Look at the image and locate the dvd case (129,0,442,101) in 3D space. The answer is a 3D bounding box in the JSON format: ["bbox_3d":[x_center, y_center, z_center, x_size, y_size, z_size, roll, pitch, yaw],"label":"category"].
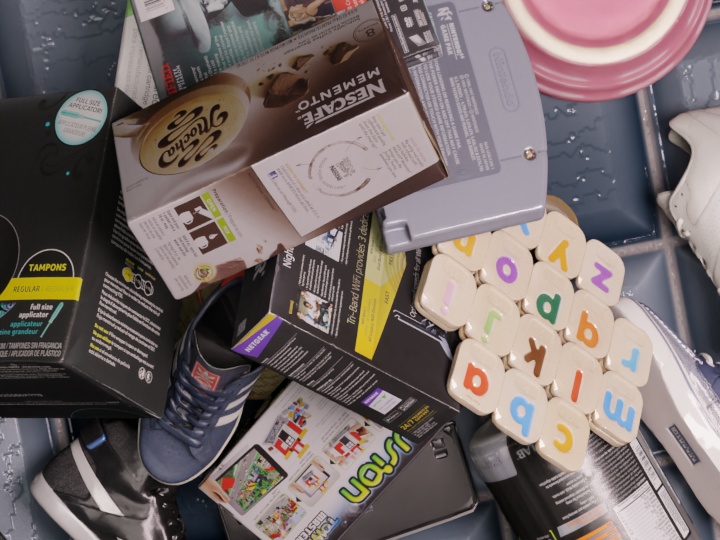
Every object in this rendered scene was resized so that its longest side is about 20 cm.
[{"bbox_3d":[-0.057,-0.181,1.208,0.198,0.022,0.147,-20,70,1],"label":"dvd case"}]

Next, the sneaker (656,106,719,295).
[{"bbox_3d":[0.273,-0.029,1.314,0.091,0.076,0.203,-1,84,7],"label":"sneaker"}]

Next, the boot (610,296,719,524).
[{"bbox_3d":[0.268,0.095,1.324,0.090,0.073,0.201,-30,87,-24],"label":"boot"}]

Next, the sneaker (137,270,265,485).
[{"bbox_3d":[-0.109,0.075,1.226,0.074,0.085,0.201,28,107,0],"label":"sneaker"}]

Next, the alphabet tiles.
[{"bbox_3d":[0.127,0.038,1.220,0.199,0.015,0.197,34,50,-20],"label":"alphabet tiles"}]

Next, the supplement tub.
[{"bbox_3d":[0.178,0.186,1.290,0.122,0.123,0.201,-30,93,0],"label":"supplement tub"}]

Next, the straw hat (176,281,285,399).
[{"bbox_3d":[-0.076,0.003,1.295,0.198,0.085,0.204,0,93,-2],"label":"straw hat"}]

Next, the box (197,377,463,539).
[{"bbox_3d":[-0.019,0.122,1.280,0.110,0.035,0.200,40,109,-7],"label":"box"}]

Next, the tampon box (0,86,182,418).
[{"bbox_3d":[-0.216,-0.009,1.216,0.148,0.126,0.202,-3,67,26],"label":"tampon box"}]

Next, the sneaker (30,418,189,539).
[{"bbox_3d":[-0.146,0.193,1.308,0.200,0.073,0.112,43,92,-1],"label":"sneaker"}]

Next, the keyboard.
[{"bbox_3d":[-0.017,0.158,1.337,0.198,0.021,0.129,-18,98,-1],"label":"keyboard"}]

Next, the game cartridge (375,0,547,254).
[{"bbox_3d":[0.058,-0.117,1.206,0.132,0.041,0.202,-13,70,0],"label":"game cartridge"}]

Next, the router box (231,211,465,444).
[{"bbox_3d":[0.000,0.000,1.198,0.156,0.201,0.052,29,134,-22],"label":"router box"}]

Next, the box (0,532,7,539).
[{"bbox_3d":[-0.317,0.287,1.303,0.163,0.086,0.201,-39,92,0],"label":"box"}]

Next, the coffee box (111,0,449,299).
[{"bbox_3d":[-0.055,-0.080,1.128,0.198,0.114,0.080,-24,132,7],"label":"coffee box"}]

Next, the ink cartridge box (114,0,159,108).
[{"bbox_3d":[-0.075,-0.172,1.288,0.197,0.084,0.147,9,92,-2],"label":"ink cartridge box"}]

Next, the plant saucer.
[{"bbox_3d":[0.176,-0.231,1.308,0.198,0.051,0.203,0,93,0],"label":"plant saucer"}]

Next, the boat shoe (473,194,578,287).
[{"bbox_3d":[0.082,0.018,1.308,0.200,0.066,0.074,-45,103,3],"label":"boat shoe"}]
